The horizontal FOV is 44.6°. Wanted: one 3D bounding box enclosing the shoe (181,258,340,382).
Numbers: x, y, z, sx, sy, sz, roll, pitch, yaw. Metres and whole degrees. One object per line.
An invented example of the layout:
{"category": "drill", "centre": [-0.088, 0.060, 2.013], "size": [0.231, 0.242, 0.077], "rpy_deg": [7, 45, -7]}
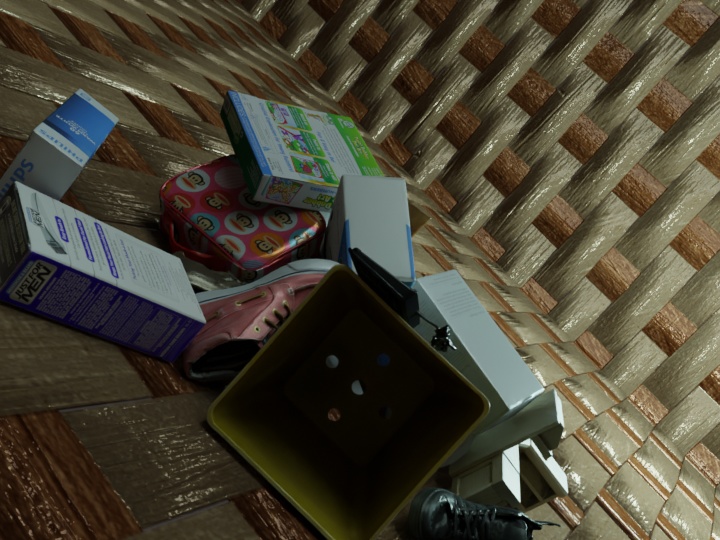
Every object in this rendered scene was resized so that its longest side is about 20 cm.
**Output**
{"category": "shoe", "centre": [-0.097, 0.055, 0.924], "size": [0.091, 0.197, 0.072], "rpy_deg": [-116, -164, -47]}

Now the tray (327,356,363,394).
{"category": "tray", "centre": [-0.056, 0.105, 1.170], "size": [0.107, 0.022, 0.201], "rpy_deg": [34, 17, -30]}

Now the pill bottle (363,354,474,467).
{"category": "pill bottle", "centre": [0.071, 0.160, 1.169], "size": [0.112, 0.112, 0.201], "rpy_deg": [30, 18, -39]}

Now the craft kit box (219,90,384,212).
{"category": "craft kit box", "centre": [-0.072, -0.153, 1.168], "size": [0.195, 0.049, 0.201], "rpy_deg": [5, 38, -28]}

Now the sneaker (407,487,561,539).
{"category": "sneaker", "centre": [0.143, 0.290, 0.997], "size": [0.103, 0.061, 0.199], "rpy_deg": [2, -17, 35]}

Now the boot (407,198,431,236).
{"category": "boot", "centre": [0.042, -0.013, 1.412], "size": [0.188, 0.200, 0.068], "rpy_deg": [44, 5, 15]}

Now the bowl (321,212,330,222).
{"category": "bowl", "centre": [-0.098, -0.069, 1.272], "size": [0.200, 0.200, 0.091], "rpy_deg": [26, 38, -48]}

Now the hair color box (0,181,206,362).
{"category": "hair color box", "centre": [-0.253, 0.005, 0.843], "size": [0.199, 0.065, 0.110], "rpy_deg": [31, 18, -43]}

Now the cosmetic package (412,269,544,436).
{"category": "cosmetic package", "centre": [0.132, 0.101, 1.118], "size": [0.101, 0.074, 0.201], "rpy_deg": [-11, 62, -50]}

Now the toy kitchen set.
{"category": "toy kitchen set", "centre": [0.235, 0.271, 1.166], "size": [0.181, 0.162, 0.201], "rpy_deg": [52, 22, -15]}

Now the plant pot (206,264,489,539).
{"category": "plant pot", "centre": [-0.008, 0.132, 0.908], "size": [0.200, 0.200, 0.176], "rpy_deg": [42, 2, 2]}

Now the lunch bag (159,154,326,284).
{"category": "lunch bag", "centre": [-0.160, -0.054, 1.111], "size": [0.175, 0.083, 0.200], "rpy_deg": [-30, 59, -36]}

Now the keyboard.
{"category": "keyboard", "centre": [0.042, 0.038, 0.865], "size": [0.126, 0.021, 0.200], "rpy_deg": [37, -6, 11]}

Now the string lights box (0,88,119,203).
{"category": "string lights box", "centre": [-0.324, -0.117, 0.926], "size": [0.059, 0.103, 0.200], "rpy_deg": [37, 15, -18]}

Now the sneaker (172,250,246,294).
{"category": "sneaker", "centre": [-0.140, 0.038, 1.020], "size": [0.199, 0.070, 0.076], "rpy_deg": [33, 28, -30]}

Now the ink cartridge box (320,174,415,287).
{"category": "ink cartridge box", "centre": [0.000, 0.000, 1.092], "size": [0.083, 0.201, 0.146], "rpy_deg": [3, 58, -12]}
